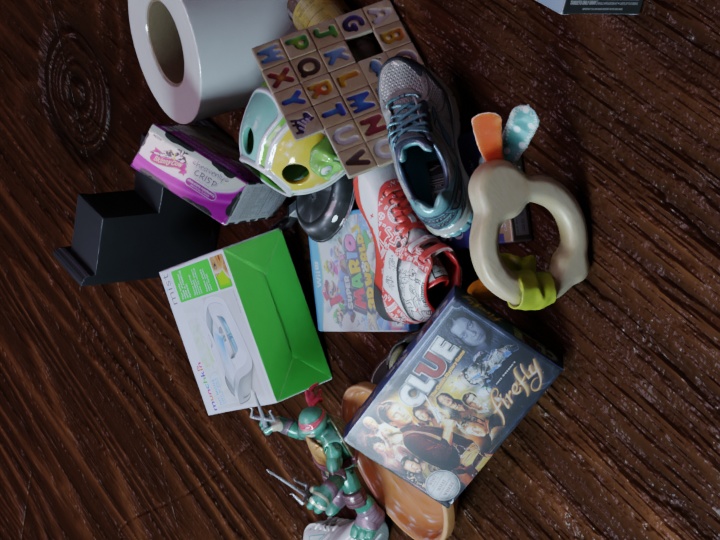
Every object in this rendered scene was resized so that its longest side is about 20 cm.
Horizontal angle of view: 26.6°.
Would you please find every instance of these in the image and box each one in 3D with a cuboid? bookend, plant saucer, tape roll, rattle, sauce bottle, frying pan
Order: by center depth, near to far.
[{"bbox_3d":[0.136,-0.065,1.492,0.200,0.130,0.143,61,177,-14],"label":"rattle"},{"bbox_3d":[0.048,0.211,1.698,0.200,0.037,0.200,47,152,34],"label":"plant saucer"},{"bbox_3d":[-0.013,-0.249,1.725,0.200,0.065,0.065,54,136,32],"label":"sauce bottle"},{"bbox_3d":[-0.064,-0.093,1.841,0.190,0.031,0.115,7,86,56],"label":"frying pan"},{"bbox_3d":[-0.178,-0.292,1.850,0.203,0.139,0.203,41,141,46],"label":"tape roll"},{"bbox_3d":[-0.289,-0.095,2.023,0.092,0.200,0.199,40,127,43],"label":"bookend"}]

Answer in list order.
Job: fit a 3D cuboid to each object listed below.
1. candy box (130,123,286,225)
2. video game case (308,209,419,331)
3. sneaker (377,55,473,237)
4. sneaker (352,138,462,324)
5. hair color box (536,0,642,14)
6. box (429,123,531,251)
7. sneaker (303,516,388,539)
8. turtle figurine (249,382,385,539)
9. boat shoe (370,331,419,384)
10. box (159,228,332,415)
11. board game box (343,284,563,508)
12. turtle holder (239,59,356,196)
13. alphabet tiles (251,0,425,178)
[{"bbox_3d":[-0.172,-0.117,1.819,0.136,0.200,0.061,32,100,9],"label":"candy box"},{"bbox_3d":[0.000,0.000,1.780,0.200,0.018,0.144,-3,94,58],"label":"video game case"},{"bbox_3d":[0.063,-0.135,1.549,0.077,0.086,0.200,-25,72,16],"label":"sneaker"},{"bbox_3d":[0.055,-0.042,1.611,0.108,0.067,0.202,2,101,55],"label":"sneaker"},{"bbox_3d":[0.222,-0.331,1.348,0.061,0.099,0.200,41,127,44],"label":"hair color box"},{"bbox_3d":[0.100,-0.081,1.624,0.200,0.032,0.121,-9,89,56],"label":"box"},{"bbox_3d":[-0.033,0.332,1.852,0.200,0.070,0.080,-50,54,47],"label":"sneaker"},{"bbox_3d":[-0.044,0.215,1.724,0.200,0.101,0.150,60,-179,-38],"label":"turtle figurine"},{"bbox_3d":[0.059,0.101,1.681,0.201,0.066,0.072,-32,72,53],"label":"boat shoe"},{"bbox_3d":[-0.146,0.067,1.918,0.176,0.097,0.200,-15,95,54],"label":"box"},{"bbox_3d":[0.092,0.130,1.545,0.200,0.135,0.035,-54,8,21],"label":"board game box"},{"bbox_3d":[-0.056,-0.147,1.718,0.185,0.141,0.132,34,83,33],"label":"turtle holder"},{"bbox_3d":[-0.006,-0.194,1.646,0.008,0.167,0.200,86,161,-61],"label":"alphabet tiles"}]
